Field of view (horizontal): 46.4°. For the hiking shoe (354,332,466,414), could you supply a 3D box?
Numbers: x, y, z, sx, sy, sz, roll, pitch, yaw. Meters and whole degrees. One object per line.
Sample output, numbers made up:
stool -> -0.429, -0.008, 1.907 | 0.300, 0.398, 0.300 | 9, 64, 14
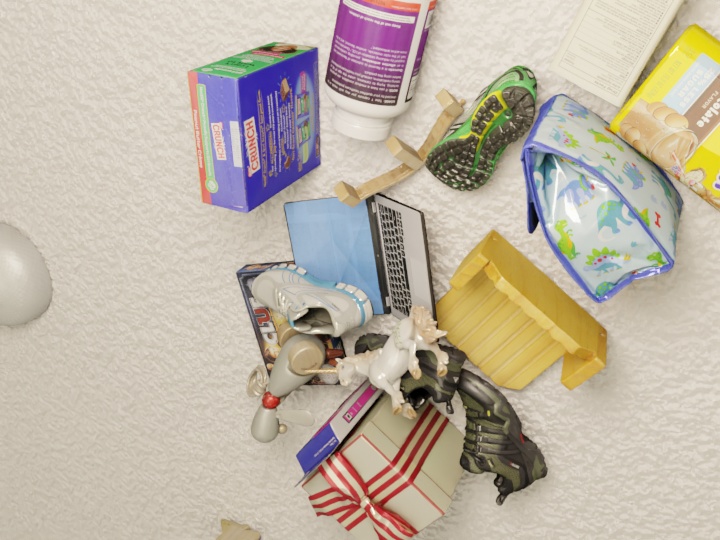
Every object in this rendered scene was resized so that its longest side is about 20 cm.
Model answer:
hiking shoe -> 0.056, 0.145, 1.183 | 0.200, 0.076, 0.101 | 3, 80, 50

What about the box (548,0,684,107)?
box -> 0.292, -0.287, 0.894 | 0.095, 0.078, 0.200 | 32, 124, 9

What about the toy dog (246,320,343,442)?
toy dog -> -0.092, 0.167, 1.258 | 0.096, 0.132, 0.200 | 13, 133, -24

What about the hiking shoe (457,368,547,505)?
hiking shoe -> 0.175, 0.233, 1.177 | 0.101, 0.076, 0.200 | -37, 96, -8

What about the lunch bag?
lunch bag -> 0.258, -0.092, 0.944 | 0.127, 0.170, 0.200 | -31, 104, 33

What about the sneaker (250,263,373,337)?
sneaker -> -0.086, 0.047, 1.178 | 0.200, 0.087, 0.075 | 11, 121, 34

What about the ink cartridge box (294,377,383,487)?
ink cartridge box -> -0.035, 0.231, 1.235 | 0.037, 0.200, 0.095 | 43, 124, 1

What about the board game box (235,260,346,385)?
board game box -> -0.103, 0.083, 1.297 | 0.135, 0.035, 0.200 | -5, 111, 28

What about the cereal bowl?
cereal bowl -> -0.661, 0.016, 1.513 | 0.200, 0.083, 0.200 | 10, 117, 21

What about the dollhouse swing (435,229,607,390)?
dollhouse swing -> 0.182, 0.083, 1.087 | 0.200, 0.182, 0.176 | 43, 113, 1

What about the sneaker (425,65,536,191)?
sneaker -> 0.153, -0.169, 1.029 | 0.078, 0.085, 0.200 | 36, 140, -10

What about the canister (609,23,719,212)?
canister -> 0.392, -0.151, 0.908 | 0.200, 0.087, 0.149 | 39, 125, 6

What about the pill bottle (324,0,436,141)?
pill bottle -> 0.019, -0.265, 1.019 | 0.112, 0.112, 0.200 | 23, 122, 15

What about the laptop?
laptop -> 0.000, 0.000, 1.152 | 0.200, 0.116, 0.187 | 31, 135, 57

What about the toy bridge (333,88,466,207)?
toy bridge -> 0.058, -0.151, 1.081 | 0.200, 0.067, 0.027 | -40, 60, 18

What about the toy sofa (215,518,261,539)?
toy sofa -> -0.262, 0.544, 1.502 | 0.098, 0.200, 0.083 | 8, 117, 29

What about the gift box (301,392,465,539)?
gift box -> 0.038, 0.310, 1.246 | 0.185, 0.187, 0.200 | 40, 124, 4

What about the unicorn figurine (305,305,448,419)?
unicorn figurine -> 0.039, 0.127, 1.122 | 0.200, 0.137, 0.074 | -45, 134, 14

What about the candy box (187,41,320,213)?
candy box -> -0.128, -0.189, 1.076 | 0.077, 0.200, 0.169 | 11, 118, 21
